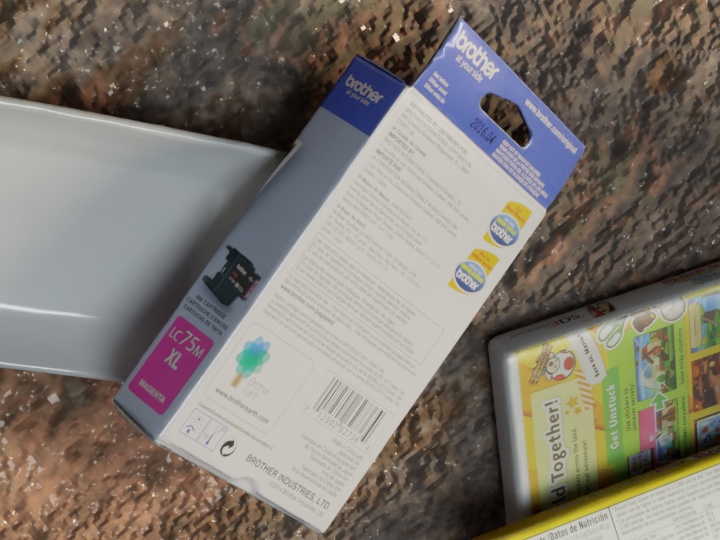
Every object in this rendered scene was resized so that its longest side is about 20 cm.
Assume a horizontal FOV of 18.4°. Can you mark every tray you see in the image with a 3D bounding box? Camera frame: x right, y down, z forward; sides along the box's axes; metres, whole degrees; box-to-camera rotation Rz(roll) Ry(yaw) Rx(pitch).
[{"bbox_3d":[-0.132,-0.015,0.853,0.199,0.022,0.108,9,109,-28],"label":"tray"}]

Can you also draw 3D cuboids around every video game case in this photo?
[{"bbox_3d":[0.152,0.094,1.048,0.181,0.023,0.201,-18,121,-17],"label":"video game case"}]

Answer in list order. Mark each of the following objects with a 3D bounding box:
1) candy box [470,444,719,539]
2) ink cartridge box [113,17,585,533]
[{"bbox_3d":[0.156,0.139,1.020,0.199,0.026,0.103,-18,92,-16],"label":"candy box"},{"bbox_3d":[0.000,0.000,0.896,0.200,0.042,0.119,-53,139,0],"label":"ink cartridge box"}]
